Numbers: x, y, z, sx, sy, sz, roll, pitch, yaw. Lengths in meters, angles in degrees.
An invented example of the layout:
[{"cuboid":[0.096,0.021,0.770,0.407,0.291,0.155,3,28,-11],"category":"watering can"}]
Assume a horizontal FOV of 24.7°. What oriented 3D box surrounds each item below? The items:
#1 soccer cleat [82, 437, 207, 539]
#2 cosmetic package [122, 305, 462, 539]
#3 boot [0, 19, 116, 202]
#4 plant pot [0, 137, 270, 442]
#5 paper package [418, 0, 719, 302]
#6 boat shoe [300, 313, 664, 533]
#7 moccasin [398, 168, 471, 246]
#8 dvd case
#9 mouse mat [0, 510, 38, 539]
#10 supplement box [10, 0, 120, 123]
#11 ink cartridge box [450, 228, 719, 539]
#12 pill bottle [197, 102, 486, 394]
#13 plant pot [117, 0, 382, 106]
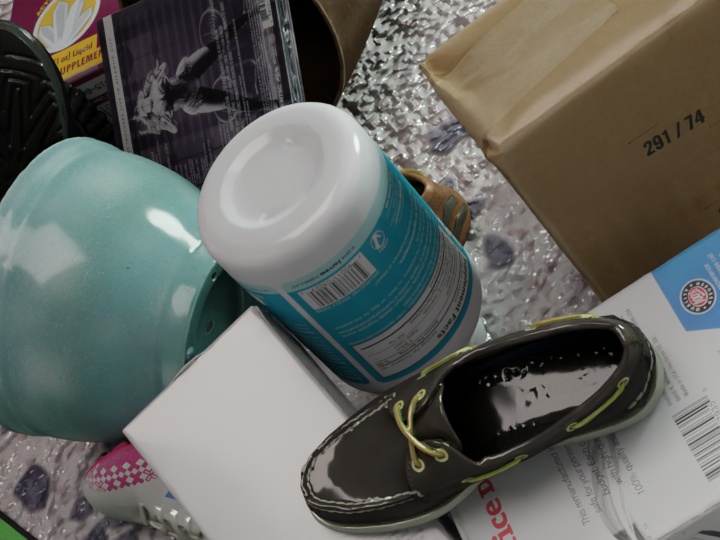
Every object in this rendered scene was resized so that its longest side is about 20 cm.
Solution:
[{"cuboid":[-0.096,0.145,1.021,0.199,0.070,0.087,-14,57,29],"category":"soccer cleat"},{"cuboid":[-0.026,0.131,0.918,0.108,0.085,0.200,-41,68,2],"category":"cosmetic package"},{"cuboid":[-0.223,-0.104,1.153,0.079,0.212,0.158,-2,35,6],"category":"boot"},{"cuboid":[-0.140,0.025,1.067,0.133,0.201,0.201,14,66,21],"category":"plant pot"},{"cuboid":[0.170,-0.097,0.918,0.200,0.191,0.104,-37,44,7],"category":"paper package"},{"cuboid":[0.053,0.074,0.832,0.200,0.061,0.072,-25,66,12],"category":"boat shoe"},{"cuboid":[-0.026,-0.038,1.097,0.201,0.078,0.074,7,65,39],"category":"moccasin"},{"cuboid":[-0.110,-0.123,1.129,0.199,0.016,0.150,-12,87,46],"category":"dvd case"},{"cuboid":[-0.263,0.250,1.109,0.200,0.008,0.161,25,76,43],"category":"mouse mat"},{"cuboid":[-0.201,-0.193,1.318,0.130,0.103,0.201,-22,48,22],"category":"supplement box"},{"cuboid":[0.150,0.097,0.868,0.199,0.084,0.145,-33,46,11],"category":"ink cartridge box"},{"cuboid":[0.000,0.000,0.964,0.110,0.200,0.111,-18,50,23],"category":"pill bottle"},{"cuboid":[-0.050,-0.238,1.207,0.186,0.187,0.200,3,47,37],"category":"plant pot"}]
